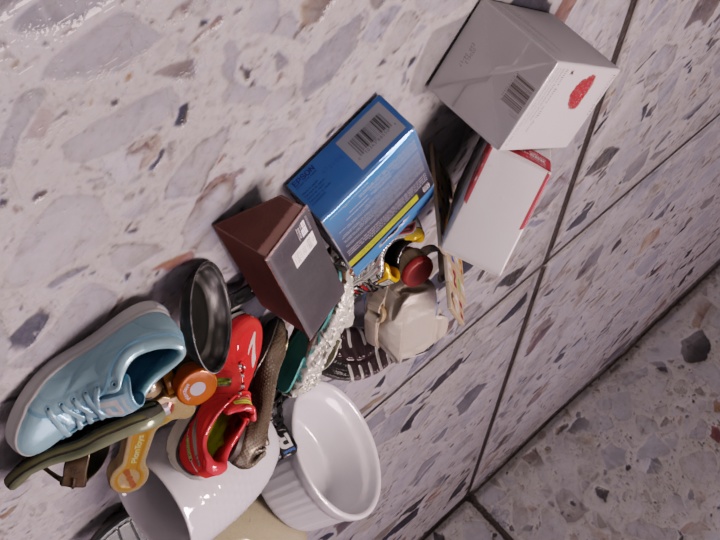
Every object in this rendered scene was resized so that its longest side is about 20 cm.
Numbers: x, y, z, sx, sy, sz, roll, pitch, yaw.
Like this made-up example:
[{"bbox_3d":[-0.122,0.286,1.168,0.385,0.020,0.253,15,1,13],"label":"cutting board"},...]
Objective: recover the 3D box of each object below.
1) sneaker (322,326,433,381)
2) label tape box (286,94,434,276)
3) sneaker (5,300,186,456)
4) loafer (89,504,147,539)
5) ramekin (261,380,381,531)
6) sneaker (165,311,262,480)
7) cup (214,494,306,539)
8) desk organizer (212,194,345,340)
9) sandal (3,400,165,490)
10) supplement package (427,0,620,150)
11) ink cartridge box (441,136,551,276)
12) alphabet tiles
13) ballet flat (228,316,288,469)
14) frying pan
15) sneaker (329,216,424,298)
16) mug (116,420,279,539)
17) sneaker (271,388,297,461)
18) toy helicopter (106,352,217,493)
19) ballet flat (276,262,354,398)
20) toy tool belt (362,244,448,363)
[{"bbox_3d":[0.002,0.117,1.654,0.197,0.077,0.115,-9,176,-26],"label":"sneaker"},{"bbox_3d":[0.007,-0.090,1.289,0.143,0.066,0.200,-45,162,-5],"label":"label tape box"},{"bbox_3d":[-0.254,0.115,1.102,0.200,0.082,0.074,-43,136,-7],"label":"sneaker"},{"bbox_3d":[-0.278,0.324,1.497,0.199,0.062,0.073,-29,117,-33],"label":"loafer"},{"bbox_3d":[-0.066,0.268,1.614,0.097,0.203,0.200,-27,169,27],"label":"ramekin"},{"bbox_3d":[-0.145,0.145,1.300,0.077,0.084,0.203,37,63,-42],"label":"sneaker"},{"bbox_3d":[-0.195,0.373,1.606,0.200,0.200,0.143,-46,134,1],"label":"cup"},{"bbox_3d":[-0.084,-0.010,1.229,0.072,0.076,0.201,-53,156,-16],"label":"desk organizer"},{"bbox_3d":[-0.279,0.189,1.150,0.199,0.058,0.080,-22,-170,22],"label":"sandal"},{"bbox_3d":[0.194,-0.223,1.324,0.199,0.120,0.122,-12,140,-57],"label":"supplement package"},{"bbox_3d":[0.171,-0.106,1.409,0.200,0.082,0.148,-68,-178,-65],"label":"ink cartridge box"},{"bbox_3d":[0.113,-0.039,1.453,0.007,0.204,0.167,-8,164,12],"label":"alphabet tiles"},{"bbox_3d":[-0.116,0.146,1.363,0.067,0.046,0.202,-42,-152,47],"label":"ballet flat"},{"bbox_3d":[-0.155,0.027,1.216,0.191,0.030,0.116,-75,157,-55],"label":"frying pan"},{"bbox_3d":[0.000,0.000,1.411,0.201,0.082,0.078,-51,159,14],"label":"sneaker"},{"bbox_3d":[-0.203,0.246,1.413,0.175,0.149,0.199,-33,-175,-37],"label":"mug"},{"bbox_3d":[-0.113,0.183,1.483,0.073,0.112,0.201,-25,151,-45],"label":"sneaker"},{"bbox_3d":[-0.243,0.159,1.229,0.131,0.079,0.202,1,121,-34],"label":"toy helicopter"},{"bbox_3d":[-0.046,0.070,1.391,0.071,0.072,0.202,-18,143,-51],"label":"ballet flat"},{"bbox_3d":[0.045,0.019,1.526,0.124,0.123,0.202,-25,142,-19],"label":"toy tool belt"}]
